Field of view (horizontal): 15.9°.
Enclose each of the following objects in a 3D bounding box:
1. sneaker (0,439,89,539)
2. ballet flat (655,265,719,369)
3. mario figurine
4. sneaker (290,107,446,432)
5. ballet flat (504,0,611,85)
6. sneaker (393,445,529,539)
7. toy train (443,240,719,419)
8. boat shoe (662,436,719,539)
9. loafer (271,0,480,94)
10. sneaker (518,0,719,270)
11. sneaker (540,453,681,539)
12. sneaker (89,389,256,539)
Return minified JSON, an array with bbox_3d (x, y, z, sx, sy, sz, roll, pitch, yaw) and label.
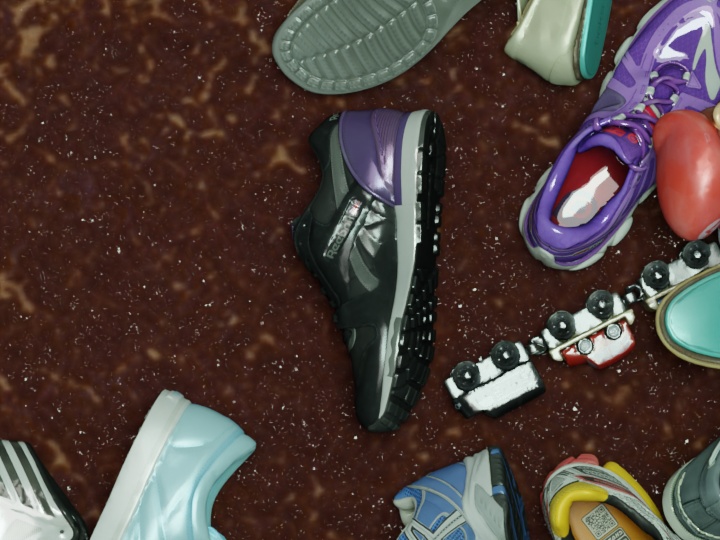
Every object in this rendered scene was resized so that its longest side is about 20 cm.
[{"bbox_3d":[-0.221,0.198,1.557,0.115,0.076,0.201,-3,81,3],"label":"sneaker"},{"bbox_3d":[0.273,0.019,1.567,0.199,0.063,0.069,-12,85,-6],"label":"ballet flat"},{"bbox_3d":[0.262,-0.078,1.540,0.200,0.106,0.124,-40,118,-24],"label":"mario figurine"},{"bbox_3d":[0.000,0.000,1.586,0.087,0.076,0.201,2,80,16],"label":"sneaker"},{"bbox_3d":[0.137,-0.216,1.603,0.069,0.069,0.201,18,85,3],"label":"ballet flat"},{"bbox_3d":[0.061,0.192,1.519,0.077,0.200,0.076,-16,125,11],"label":"sneaker"},{"bbox_3d":[0.146,0.038,1.586,0.200,0.034,0.046,-28,86,-2],"label":"toy train"},{"bbox_3d":[0.267,0.093,1.541,0.200,0.062,0.073,-36,84,-23],"label":"boat shoe"},{"bbox_3d":[0.034,-0.181,1.603,0.200,0.070,0.075,-32,110,9],"label":"loafer"},{"bbox_3d":[0.173,-0.086,1.575,0.080,0.083,0.200,32,85,4],"label":"sneaker"},{"bbox_3d":[0.179,0.199,1.541,0.200,0.082,0.078,43,99,5],"label":"sneaker"},{"bbox_3d":[-0.123,0.177,1.558,0.082,0.074,0.201,21,86,7],"label":"sneaker"}]
